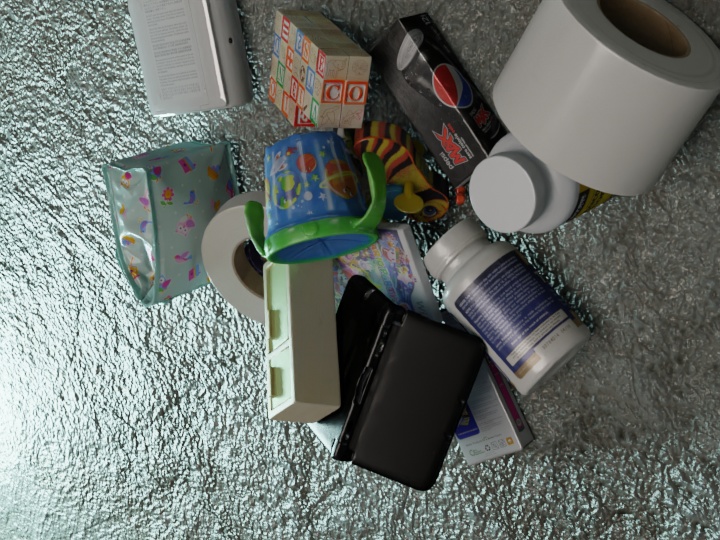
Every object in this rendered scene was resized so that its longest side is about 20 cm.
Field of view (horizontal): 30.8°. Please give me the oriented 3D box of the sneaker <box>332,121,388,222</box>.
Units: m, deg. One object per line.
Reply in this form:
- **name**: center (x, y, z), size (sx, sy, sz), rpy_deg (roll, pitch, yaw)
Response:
- **sneaker**: center (-0.019, -0.097, 1.652), size (0.084, 0.074, 0.203), rpy_deg (-10, 86, 39)

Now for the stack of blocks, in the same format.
- **stack of blocks**: center (-0.053, -0.234, 1.591), size (0.200, 0.058, 0.117), rpy_deg (-128, 41, -58)

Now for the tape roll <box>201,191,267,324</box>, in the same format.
- **tape roll**: center (-0.115, -0.011, 1.735), size (0.200, 0.037, 0.205), rpy_deg (12, 129, 16)

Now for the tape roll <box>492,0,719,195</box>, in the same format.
- **tape roll**: center (0.253, -0.194, 1.334), size (0.203, 0.202, 0.140), rpy_deg (43, 128, 18)

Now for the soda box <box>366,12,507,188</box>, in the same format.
- **soda box**: center (0.095, -0.202, 1.547), size (0.071, 0.063, 0.201), rpy_deg (-39, 81, 40)

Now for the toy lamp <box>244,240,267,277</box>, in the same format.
- **toy lamp**: center (-0.100, -0.040, 1.765), size (0.199, 0.058, 0.059), rpy_deg (-32, 85, 42)

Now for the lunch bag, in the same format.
- **lunch bag**: center (-0.251, -0.065, 1.803), size (0.121, 0.169, 0.203), rpy_deg (9, 113, 42)

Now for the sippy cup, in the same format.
- **sippy cup**: center (-0.055, -0.087, 1.521), size (0.175, 0.140, 0.132), rpy_deg (-12, 79, 1)

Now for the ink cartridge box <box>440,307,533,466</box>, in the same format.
- **ink cartridge box**: center (0.136, 0.142, 1.657), size (0.094, 0.037, 0.202), rpy_deg (-25, 92, 42)

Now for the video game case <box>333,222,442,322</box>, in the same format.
- **video game case**: center (0.000, 0.000, 1.619), size (0.198, 0.018, 0.144), rpy_deg (6, 128, 40)

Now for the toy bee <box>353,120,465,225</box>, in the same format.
- **toy bee**: center (0.069, -0.106, 1.590), size (0.107, 0.200, 0.132), rpy_deg (-13, 61, 13)

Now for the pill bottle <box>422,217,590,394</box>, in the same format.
- **pill bottle**: center (0.168, 0.038, 1.544), size (0.200, 0.111, 0.111), rpy_deg (49, 129, 14)

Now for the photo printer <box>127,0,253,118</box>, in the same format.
- **photo printer**: center (-0.232, -0.315, 1.763), size (0.165, 0.069, 0.203), rpy_deg (-3, 104, 39)

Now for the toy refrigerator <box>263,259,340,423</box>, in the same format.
- **toy refrigerator**: center (-0.075, 0.076, 1.588), size (0.076, 0.069, 0.203), rpy_deg (-36, 52, 54)

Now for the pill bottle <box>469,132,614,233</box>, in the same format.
- **pill bottle**: center (0.202, -0.104, 1.406), size (0.111, 0.199, 0.113), rpy_deg (15, 115, 34)

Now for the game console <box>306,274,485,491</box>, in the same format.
- **game console**: center (0.035, 0.133, 1.575), size (0.176, 0.115, 0.202), rpy_deg (40, 113, 58)

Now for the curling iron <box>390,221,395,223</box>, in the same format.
- **curling iron**: center (-0.017, -0.010, 1.729), size (0.199, 0.025, 0.050), rpy_deg (-31, 83, 41)
